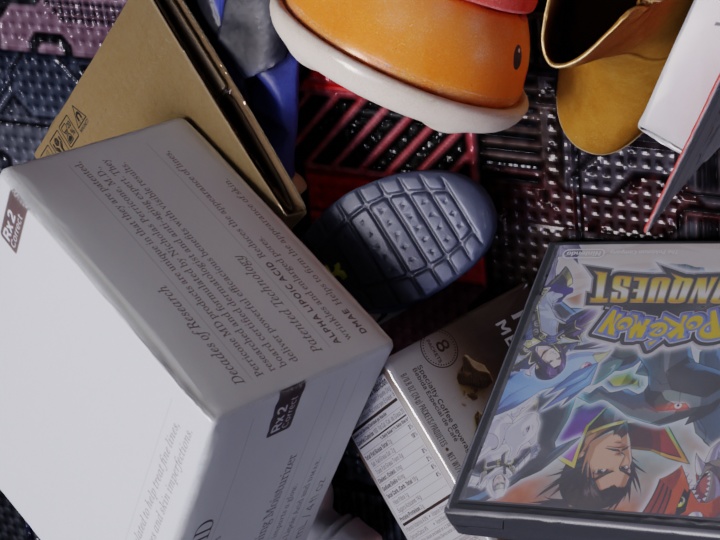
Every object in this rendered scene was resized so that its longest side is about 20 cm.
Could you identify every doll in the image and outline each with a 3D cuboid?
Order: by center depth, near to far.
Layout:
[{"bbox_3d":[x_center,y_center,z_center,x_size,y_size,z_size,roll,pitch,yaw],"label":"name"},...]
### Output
[{"bbox_3d":[-0.064,-0.139,1.095,0.136,0.048,0.202,17,122,38],"label":"doll"}]

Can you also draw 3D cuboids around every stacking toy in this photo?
[{"bbox_3d":[0.051,-0.183,0.967,0.145,0.146,0.201,30,112,15],"label":"stacking toy"}]

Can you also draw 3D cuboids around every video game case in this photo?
[{"bbox_3d":[0.159,0.060,0.978,0.198,0.182,0.026,1,141,34],"label":"video game case"}]

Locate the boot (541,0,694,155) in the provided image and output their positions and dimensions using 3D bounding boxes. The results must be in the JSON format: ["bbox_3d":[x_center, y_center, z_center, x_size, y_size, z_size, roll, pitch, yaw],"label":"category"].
[{"bbox_3d":[0.118,-0.119,0.930,0.070,0.144,0.202,33,128,14],"label":"boot"}]

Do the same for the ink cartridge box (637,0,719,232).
[{"bbox_3d":[0.178,-0.135,0.864,0.043,0.173,0.201,31,127,14],"label":"ink cartridge box"}]

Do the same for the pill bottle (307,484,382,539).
[{"bbox_3d":[-0.089,0.145,1.224,0.199,0.109,0.109,34,128,12],"label":"pill bottle"}]

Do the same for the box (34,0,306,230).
[{"bbox_3d":[-0.118,-0.054,1.147,0.164,0.021,0.200,58,142,10],"label":"box"}]

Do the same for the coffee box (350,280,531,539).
[{"bbox_3d":[0.087,0.124,1.065,0.201,0.112,0.080,60,148,8],"label":"coffee box"}]

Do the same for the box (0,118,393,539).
[{"bbox_3d":[-0.113,0.061,1.065,0.200,0.130,0.200,46,136,26],"label":"box"}]

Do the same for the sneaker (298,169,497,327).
[{"bbox_3d":[0.000,0.000,1.118,0.199,0.082,0.074,-30,82,28],"label":"sneaker"}]
